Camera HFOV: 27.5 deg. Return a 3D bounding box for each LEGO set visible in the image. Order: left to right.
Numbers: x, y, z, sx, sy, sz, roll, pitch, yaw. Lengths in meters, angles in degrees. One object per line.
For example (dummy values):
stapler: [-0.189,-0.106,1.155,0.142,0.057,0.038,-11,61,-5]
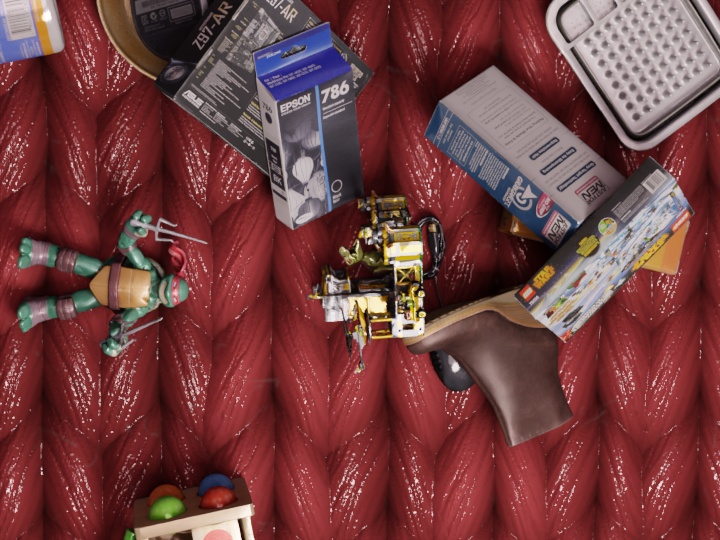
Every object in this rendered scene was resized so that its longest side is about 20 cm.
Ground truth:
LEGO set: [0.000,0.000,1.547,0.115,0.200,0.155,-4,114,-4]

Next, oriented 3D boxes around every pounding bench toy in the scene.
pounding bench toy: [-0.206,0.312,1.564,0.199,0.124,0.157,-11,97,-8]

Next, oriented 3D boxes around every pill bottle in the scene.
pill bottle: [-0.408,-0.257,1.486,0.199,0.112,0.113,-12,97,-7]

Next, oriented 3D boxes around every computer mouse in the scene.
computer mouse: [-0.191,-0.314,1.502,0.138,0.053,0.201,-7,96,20]
computer mouse: [0.094,0.038,1.635,0.058,0.034,0.201,-15,97,-7]

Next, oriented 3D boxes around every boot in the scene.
boot: [0.144,0.112,1.599,0.199,0.072,0.167,-16,91,-35]

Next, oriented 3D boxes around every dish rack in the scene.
dish rack: [0.312,-0.253,1.639,0.171,0.044,0.200,-37,100,-5]

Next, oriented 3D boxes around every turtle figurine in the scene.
turtle figurine: [-0.256,0.017,1.543,0.199,0.101,0.151,2,80,6]

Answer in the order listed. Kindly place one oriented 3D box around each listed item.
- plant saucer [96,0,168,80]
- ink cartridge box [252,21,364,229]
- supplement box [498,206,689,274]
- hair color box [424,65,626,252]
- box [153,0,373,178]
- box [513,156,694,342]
plant saucer: [-0.179,-0.294,1.558,0.199,0.035,0.201,-1,95,-10]
ink cartridge box: [-0.052,-0.149,1.531,0.099,0.039,0.201,-27,130,-25]
supplement box: [0.259,-0.050,1.638,0.199,0.069,0.067,14,92,-12]
hair color box: [0.175,-0.119,1.562,0.200,0.061,0.100,43,53,15]
box: [-0.095,-0.199,1.521,0.161,0.043,0.200,-54,137,-1]
box: [0.258,-0.018,1.543,0.200,0.137,0.040,-46,65,5]
